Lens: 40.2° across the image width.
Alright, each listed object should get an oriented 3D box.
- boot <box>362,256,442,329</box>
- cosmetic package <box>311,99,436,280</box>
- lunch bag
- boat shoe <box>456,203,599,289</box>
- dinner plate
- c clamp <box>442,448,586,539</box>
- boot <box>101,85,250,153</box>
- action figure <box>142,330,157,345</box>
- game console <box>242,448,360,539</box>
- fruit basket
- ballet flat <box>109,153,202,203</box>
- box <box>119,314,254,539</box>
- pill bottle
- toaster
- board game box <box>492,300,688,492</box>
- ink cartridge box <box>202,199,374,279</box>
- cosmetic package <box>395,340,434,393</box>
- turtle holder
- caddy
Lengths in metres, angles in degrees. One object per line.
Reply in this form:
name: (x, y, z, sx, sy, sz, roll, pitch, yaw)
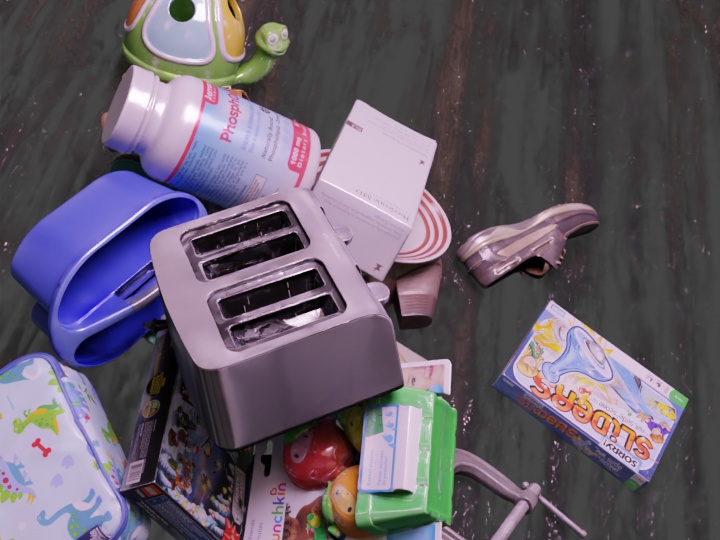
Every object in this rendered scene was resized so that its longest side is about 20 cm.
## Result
boot: (0.000, 0.000, 1.140, 0.198, 0.070, 0.147, 5, 49, -16)
cosmetic package: (0.008, -0.092, 1.070, 0.112, 0.081, 0.200, 26, 33, -7)
lunch bag: (-0.291, 0.190, 0.871, 0.160, 0.083, 0.201, -32, 68, 0)
boat shoe: (0.215, -0.025, 1.227, 0.199, 0.075, 0.074, -18, 74, -18)
dinner plate: (0.012, -0.071, 1.137, 0.199, 0.024, 0.201, 20, 35, -15)
c clamp: (0.131, 0.243, 0.994, 0.171, 0.027, 0.200, 38, 26, 20)
boot: (-0.199, -0.182, 1.115, 0.154, 0.200, 0.077, -10, 102, -1)
action figure: (-0.235, 0.031, 1.040, 0.199, 0.055, 0.118, 35, 51, 11)
game console: (-0.041, 0.251, 0.923, 0.116, 0.175, 0.201, 24, 47, -39)
fruit basket: (-0.016, 0.171, 0.892, 0.198, 0.094, 0.187, -2, 66, 21)
ballet flat: (-0.194, -0.072, 1.128, 0.199, 0.071, 0.065, 35, 28, 3)
box: (-0.151, 0.152, 0.924, 0.040, 0.137, 0.201, -18, 42, 19)
pill bottle: (-0.148, -0.126, 0.981, 0.199, 0.109, 0.109, 21, 51, -25)
toaster: (-0.082, 0.040, 0.847, 0.199, 0.119, 0.181, -19, 46, -13)
board game box: (0.269, 0.143, 1.146, 0.199, 0.035, 0.135, 36, 53, 7)
ink cartridge box: (-0.084, -0.075, 1.125, 0.199, 0.041, 0.200, 23, 33, -21)
cosmetic package: (-0.026, 0.086, 1.019, 0.199, 0.073, 0.104, 32, 12, -6)
turtle holder: (-0.196, -0.283, 1.194, 0.185, 0.132, 0.141, 30, 35, 16)
caddy: (-0.228, 0.000, 0.936, 0.105, 0.142, 0.200, 28, 55, 27)
